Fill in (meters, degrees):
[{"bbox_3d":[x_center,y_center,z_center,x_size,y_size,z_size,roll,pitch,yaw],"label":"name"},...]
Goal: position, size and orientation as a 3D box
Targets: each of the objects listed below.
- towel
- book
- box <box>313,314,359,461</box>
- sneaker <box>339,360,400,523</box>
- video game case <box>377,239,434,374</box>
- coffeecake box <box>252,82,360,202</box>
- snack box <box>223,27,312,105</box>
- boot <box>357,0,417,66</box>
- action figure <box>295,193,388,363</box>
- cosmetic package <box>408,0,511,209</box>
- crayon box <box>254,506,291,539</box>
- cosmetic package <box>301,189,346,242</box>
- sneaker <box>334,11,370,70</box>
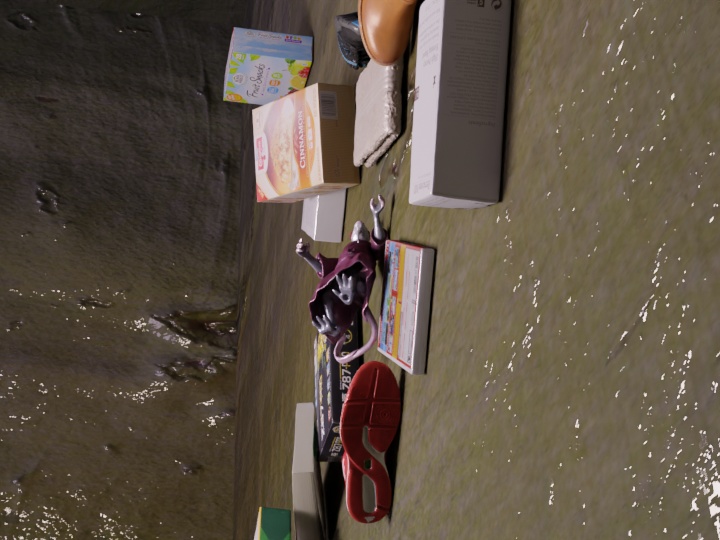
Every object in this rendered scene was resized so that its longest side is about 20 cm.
[{"bbox_3d":[0.026,-0.225,1.651,0.200,0.034,0.134,147,125,-75],"label":"towel"},{"bbox_3d":[-0.082,0.321,1.863,0.134,0.047,0.201,-90,-3,-47],"label":"book"},{"bbox_3d":[-0.035,0.161,1.785,0.162,0.048,0.202,107,163,-61],"label":"box"},{"bbox_3d":[0.000,0.204,1.517,0.116,0.077,0.203,-142,58,-75],"label":"sneaker"},{"bbox_3d":[0.053,0.039,1.454,0.200,0.017,0.145,-158,72,-78],"label":"video game case"},{"bbox_3d":[-0.089,-0.197,1.904,0.199,0.072,0.156,-10,83,55],"label":"coffeecake box"},{"bbox_3d":[-0.196,-0.421,2.525,0.200,0.166,0.068,119,154,-64],"label":"snack box"},{"bbox_3d":[0.051,-0.340,1.469,0.155,0.073,0.202,-124,37,-66],"label":"boot"},{"bbox_3d":[0.000,0.000,1.604,0.150,0.133,0.200,58,-157,-19],"label":"action figure"},{"bbox_3d":[0.094,-0.164,1.171,0.102,0.073,0.203,169,106,-79],"label":"cosmetic package"},{"bbox_3d":[-0.134,0.461,1.748,0.201,0.051,0.127,-92,12,-56],"label":"crayon box"},{"bbox_3d":[-0.057,-0.157,2.011,0.151,0.051,0.203,-143,58,-74],"label":"cosmetic package"},{"bbox_3d":[0.007,-0.334,1.738,0.200,0.072,0.083,-115,14,-79],"label":"sneaker"}]
